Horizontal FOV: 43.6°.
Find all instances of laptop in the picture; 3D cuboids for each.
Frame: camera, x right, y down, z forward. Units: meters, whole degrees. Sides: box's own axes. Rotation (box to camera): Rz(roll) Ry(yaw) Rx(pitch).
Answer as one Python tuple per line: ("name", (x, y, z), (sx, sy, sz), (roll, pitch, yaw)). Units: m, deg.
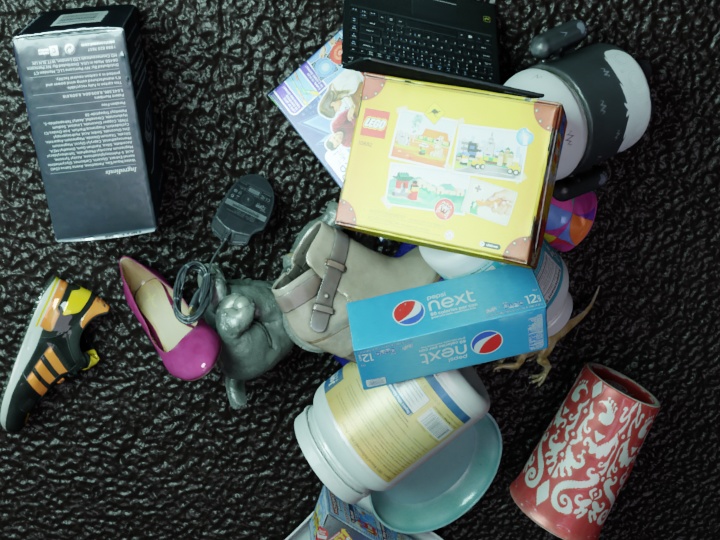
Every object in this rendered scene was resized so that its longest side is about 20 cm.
("laptop", (0.075, -0.237, 0.890), (0.173, 0.204, 0.104), (9, 151, -13))

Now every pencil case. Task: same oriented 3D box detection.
("pencil case", (0.176, -0.094, 1.041), (0.197, 0.089, 0.089), (24, 108, -18))

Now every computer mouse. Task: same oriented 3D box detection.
("computer mouse", (-0.149, -0.024, 0.982), (0.058, 0.202, 0.034), (27, 150, 1))

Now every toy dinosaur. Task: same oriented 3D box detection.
("toy dinosaur", (0.226, 0.088, 1.124), (0.196, 0.059, 0.103), (-14, 136, -24))

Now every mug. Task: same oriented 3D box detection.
("mug", (0.305, 0.233, 1.199), (0.132, 0.177, 0.203), (29, 104, 18))

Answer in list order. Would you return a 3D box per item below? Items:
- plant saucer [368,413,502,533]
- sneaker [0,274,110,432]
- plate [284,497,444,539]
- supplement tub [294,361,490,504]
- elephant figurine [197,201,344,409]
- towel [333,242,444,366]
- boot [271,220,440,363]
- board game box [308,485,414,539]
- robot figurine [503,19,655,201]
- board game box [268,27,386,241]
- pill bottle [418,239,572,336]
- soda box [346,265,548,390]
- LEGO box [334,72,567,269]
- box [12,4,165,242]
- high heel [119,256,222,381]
("plant saucer", (0.093, 0.252, 1.181), (0.196, 0.036, 0.204), (-11, 119, -21))
("sneaker", (-0.354, 0.110, 1.045), (0.088, 0.070, 0.203), (20, 106, -14))
("plate", (-0.010, 0.388, 1.242), (0.199, 0.032, 0.200), (40, 102, -22))
("supplement tub", (0.035, 0.159, 1.041), (0.199, 0.145, 0.145), (-39, 114, 10))
("elephant figurine", (-0.078, 0.035, 1.037), (0.196, 0.143, 0.157), (-16, 145, -19))
("towel", (0.073, 0.059, 1.111), (0.146, 0.050, 0.202), (30, 105, -13))
("boot", (0.000, 0.000, 0.987), (0.146, 0.070, 0.201), (44, 70, -23))
("board game box", (-0.025, 0.392, 1.191), (0.199, 0.062, 0.201), (-37, 112, 8))
("robot figurine", (0.231, -0.173, 0.978), (0.197, 0.152, 0.125), (-25, 163, -29))
("board game box", (0.013, -0.152, 0.963), (0.135, 0.034, 0.201), (-38, 85, 6))
("pill bottle", (0.160, -0.003, 1.002), (0.111, 0.111, 0.199), (-42, 127, 10))
("soda box", (0.088, 0.056, 0.920), (0.195, 0.069, 0.065), (-12, 133, 1))
("LEGO box", (0.088, -0.097, 0.878), (0.196, 0.077, 0.152), (13, 90, 17))
("box", (-0.265, -0.151, 0.906), (0.102, 0.148, 0.204), (-7, 114, -6))
("high heel", (-0.215, 0.050, 0.974), (0.067, 0.199, 0.097), (-43, 121, -12))
